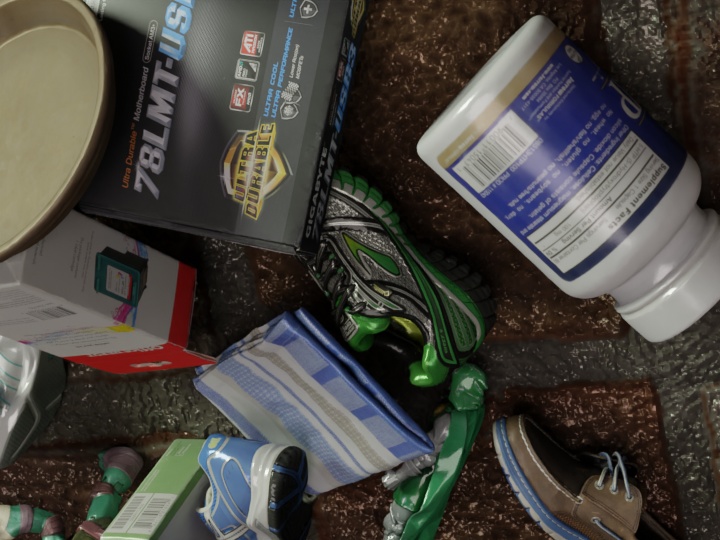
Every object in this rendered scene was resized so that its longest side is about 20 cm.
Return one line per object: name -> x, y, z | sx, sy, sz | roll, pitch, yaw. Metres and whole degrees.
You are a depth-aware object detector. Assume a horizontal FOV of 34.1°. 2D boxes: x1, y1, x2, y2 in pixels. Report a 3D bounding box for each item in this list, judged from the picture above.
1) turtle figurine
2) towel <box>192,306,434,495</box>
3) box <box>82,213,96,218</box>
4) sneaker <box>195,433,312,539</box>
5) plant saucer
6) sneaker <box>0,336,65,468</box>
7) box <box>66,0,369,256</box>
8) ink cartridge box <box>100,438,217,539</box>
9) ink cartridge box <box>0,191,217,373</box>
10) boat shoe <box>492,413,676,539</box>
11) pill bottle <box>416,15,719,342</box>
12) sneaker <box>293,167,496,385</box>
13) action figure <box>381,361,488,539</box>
turtle figurine -> -0.222, 0.235, 0.936 | 0.100, 0.200, 0.151 | -6, 113, 27
towel -> -0.043, 0.105, 0.877 | 0.147, 0.024, 0.200 | 45, 148, -7
box -> -0.269, -0.115, 0.874 | 0.200, 0.070, 0.064 | 46, 116, -6
sneaker -> -0.086, 0.196, 0.941 | 0.077, 0.076, 0.201 | 18, 134, 14
plant saucer -> -0.233, -0.090, 0.768 | 0.199, 0.029, 0.201 | -12, 65, 28
sneaker -> -0.287, 0.068, 0.966 | 0.080, 0.070, 0.201 | 21, 110, 13
box -> -0.106, -0.124, 0.788 | 0.197, 0.050, 0.201 | 12, 90, 15
ink cartridge box -> -0.138, 0.259, 0.955 | 0.048, 0.146, 0.201 | -2, 112, 17
ink cartridge box -> -0.203, 0.017, 0.852 | 0.116, 0.200, 0.068 | -8, 67, 33
boat shoe -> 0.178, 0.171, 0.874 | 0.072, 0.072, 0.200 | -36, 109, 21
pill bottle -> 0.145, -0.053, 0.752 | 0.200, 0.120, 0.120 | 43, 117, -5
sneaker -> 0.000, 0.000, 0.818 | 0.200, 0.085, 0.078 | 36, 145, 0
action figure -> 0.050, 0.157, 0.893 | 0.054, 0.118, 0.201 | 29, 109, 14
